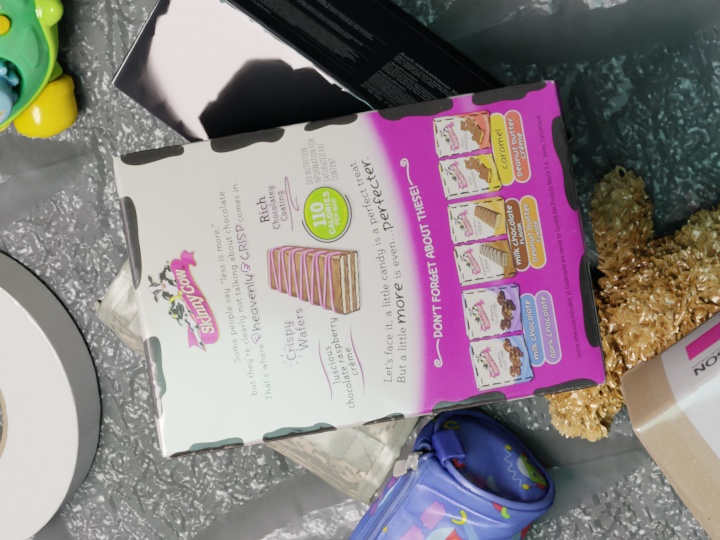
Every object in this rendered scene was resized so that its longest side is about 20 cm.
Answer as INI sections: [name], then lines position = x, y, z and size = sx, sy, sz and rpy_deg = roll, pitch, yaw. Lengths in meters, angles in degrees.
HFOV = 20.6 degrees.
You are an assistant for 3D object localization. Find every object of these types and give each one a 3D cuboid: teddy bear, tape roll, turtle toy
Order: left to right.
[turtle toy]
position = -0.253, -0.126, 1.082
size = 0.199, 0.101, 0.147
rpy_deg = -8, 107, 20
[tape roll]
position = -0.253, 0.077, 1.193
size = 0.202, 0.037, 0.204
rpy_deg = 6, 112, 16
[teddy bear]
position = 0.168, 0.017, 1.017
size = 0.199, 0.067, 0.146
rpy_deg = -4, 106, 18

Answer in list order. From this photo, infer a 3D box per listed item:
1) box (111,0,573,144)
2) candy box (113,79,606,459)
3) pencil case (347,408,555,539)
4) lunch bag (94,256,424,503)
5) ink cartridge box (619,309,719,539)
[box]
position = -0.004, -0.080, 0.997
size = 0.200, 0.141, 0.079
rpy_deg = 37, 118, 3
[candy box]
position = 0.000, 0.000, 0.886
size = 0.199, 0.061, 0.137
rpy_deg = -9, 88, 1
[pencil case]
position = 0.025, 0.167, 1.110
size = 0.087, 0.078, 0.200
rpy_deg = 23, 118, -24
[lunch bag]
position = -0.033, 0.027, 1.013
size = 0.164, 0.200, 0.118
rpy_deg = 33, 115, 3
[ink cartridge box]
position = 0.252, 0.069, 0.954
size = 0.200, 0.075, 0.165
rpy_deg = -37, 101, 13
